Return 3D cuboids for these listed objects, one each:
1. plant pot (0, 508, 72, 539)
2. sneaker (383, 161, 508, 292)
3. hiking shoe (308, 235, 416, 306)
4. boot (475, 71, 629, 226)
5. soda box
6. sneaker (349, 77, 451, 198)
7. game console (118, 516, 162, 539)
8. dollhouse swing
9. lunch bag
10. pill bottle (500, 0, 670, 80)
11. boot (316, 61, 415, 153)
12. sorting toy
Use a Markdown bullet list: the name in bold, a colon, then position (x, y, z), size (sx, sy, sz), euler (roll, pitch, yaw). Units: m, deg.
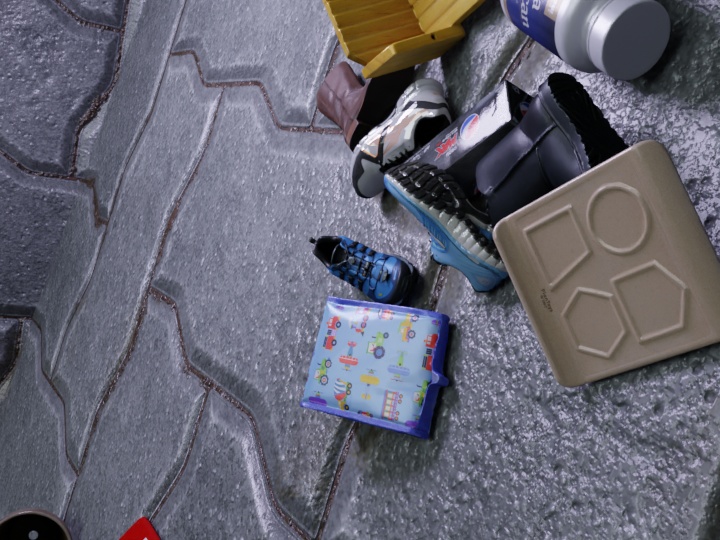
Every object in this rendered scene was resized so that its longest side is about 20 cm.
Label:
- **plant pot**: position (-0.772, 0.643, 1.983), size (0.173, 0.197, 0.204), euler (180, 105, -74)
- **sneaker**: position (0.095, -0.048, 1.010), size (0.200, 0.078, 0.091), euler (46, 135, 19)
- **hiking shoe**: position (0.000, 0.000, 1.176), size (0.199, 0.086, 0.076), euler (21, 93, 57)
- **boot**: position (0.212, -0.084, 0.910), size (0.202, 0.075, 0.169), euler (64, 146, 23)
- **soda box**: position (0.136, -0.144, 1.048), size (0.199, 0.070, 0.064), euler (-35, 43, 43)
- **sneaker**: position (0.053, -0.173, 1.190), size (0.201, 0.073, 0.081), euler (-52, 40, 30)
- **game console**: position (-0.406, 0.594, 1.580), size (0.172, 0.119, 0.199), euler (-45, 30, -14)
- **dollhouse swing**: position (0.059, -0.404, 1.141), size (0.203, 0.179, 0.176), euler (67, 159, 5)
- **lunch bag**: position (0.032, 0.123, 1.084), size (0.198, 0.093, 0.153), euler (4, 76, 47)
- **pill bottle**: position (0.242, -0.284, 0.918), size (0.112, 0.110, 0.201), euler (-58, 35, 21)
- **boot**: position (0.001, -0.303, 1.348), size (0.188, 0.064, 0.201), euler (-57, 31, 19)
- **sorting toy**: position (0.239, 0.000, 0.806), size (0.199, 0.036, 0.188), euler (-29, 82, 44)
